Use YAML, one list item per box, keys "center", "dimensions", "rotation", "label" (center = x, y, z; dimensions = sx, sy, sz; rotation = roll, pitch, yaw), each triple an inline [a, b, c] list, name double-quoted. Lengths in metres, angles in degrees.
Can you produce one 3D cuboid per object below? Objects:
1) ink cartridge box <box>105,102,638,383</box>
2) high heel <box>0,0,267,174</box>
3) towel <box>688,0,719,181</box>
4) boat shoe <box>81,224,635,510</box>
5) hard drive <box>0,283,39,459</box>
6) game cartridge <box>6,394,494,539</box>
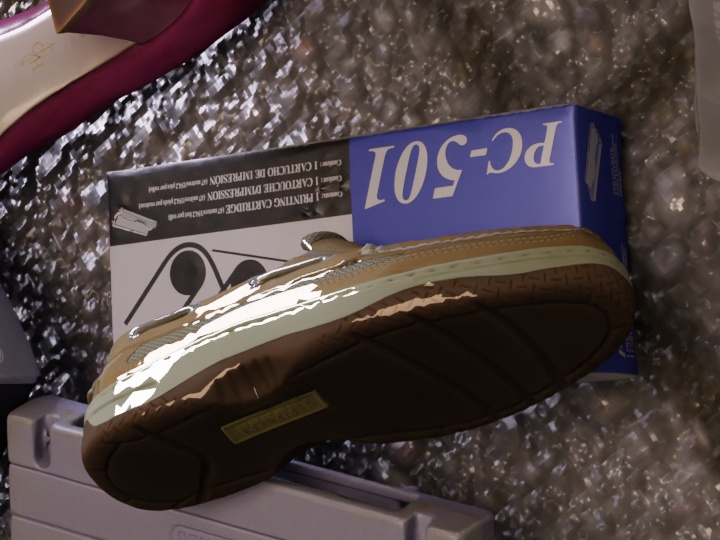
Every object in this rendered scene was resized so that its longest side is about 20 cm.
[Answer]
- center: [0.000, 0.000, 0.836]
  dimensions: [0.199, 0.044, 0.095]
  rotation: [-7, 83, 29]
  label: "ink cartridge box"
- center: [-0.113, -0.077, 0.919]
  dimensions: [0.200, 0.096, 0.068]
  rotation: [-29, 69, 47]
  label: "high heel"
- center: [0.168, -0.037, 0.661]
  dimensions: [0.032, 0.200, 0.191]
  rotation: [-43, 62, -14]
  label: "towel"
- center: [-0.005, 0.015, 0.776]
  dimensions: [0.198, 0.072, 0.077]
  rotation: [-16, 44, 16]
  label: "boat shoe"
- center: [-0.200, 0.016, 0.925]
  dimensions: [0.200, 0.042, 0.135]
  rotation: [51, 130, 32]
  label: "hard drive"
- center: [-0.043, 0.127, 0.832]
  dimensions: [0.199, 0.038, 0.131]
  rotation: [12, 115, 31]
  label: "game cartridge"
